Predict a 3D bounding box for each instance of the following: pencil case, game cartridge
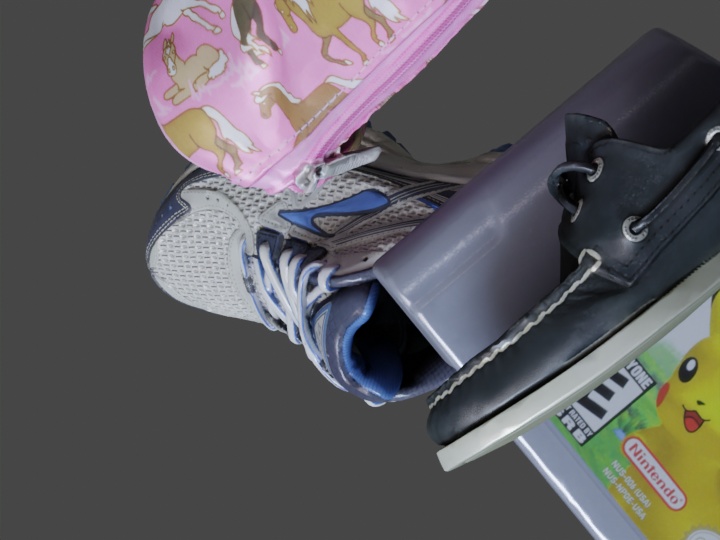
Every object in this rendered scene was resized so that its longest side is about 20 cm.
[{"bbox_3d":[0.010,-0.100,0.815,0.086,0.083,0.200,41,139,-5],"label":"pencil case"},{"bbox_3d":[0.115,0.033,0.836,0.200,0.133,0.040,50,176,-6],"label":"game cartridge"}]

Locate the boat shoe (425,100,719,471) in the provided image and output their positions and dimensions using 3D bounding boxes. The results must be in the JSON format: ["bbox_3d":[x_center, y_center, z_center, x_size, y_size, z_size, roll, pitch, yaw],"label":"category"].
[{"bbox_3d":[0.087,-0.025,0.777,0.199,0.075,0.066,-39,87,6],"label":"boat shoe"}]

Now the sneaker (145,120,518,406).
[{"bbox_3d":[0.000,0.000,0.914,0.199,0.085,0.077,0,128,36],"label":"sneaker"}]
